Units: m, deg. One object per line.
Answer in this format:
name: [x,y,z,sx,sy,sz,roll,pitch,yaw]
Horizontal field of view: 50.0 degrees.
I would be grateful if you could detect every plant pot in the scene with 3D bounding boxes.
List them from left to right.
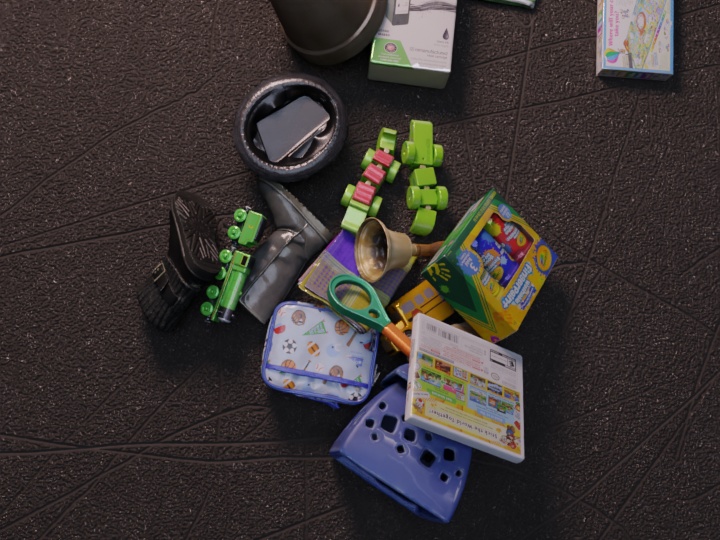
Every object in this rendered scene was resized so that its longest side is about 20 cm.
plant pot: [-0.078,-0.474,1.292,0.197,0.173,0.204,-6,77,25]
plant pot: [0.081,0.267,1.228,0.198,0.200,0.181,33,75,3]

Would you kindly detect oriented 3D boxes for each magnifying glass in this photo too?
magnifying glass: [0.027,0.076,1.219,0.200,0.023,0.079,43,45,19]

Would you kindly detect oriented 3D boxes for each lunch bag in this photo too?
lunch bag: [-0.063,0.142,1.286,0.197,0.076,0.163,13,81,-8]

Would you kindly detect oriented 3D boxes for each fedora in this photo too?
fedora: [-0.118,-0.237,1.333,0.197,0.092,0.204,0,82,-2]

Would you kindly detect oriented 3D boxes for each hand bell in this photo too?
hand bell: [0.099,-0.033,1.304,0.197,0.104,0.106,0,81,-32]

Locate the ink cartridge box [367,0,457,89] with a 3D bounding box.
ink cartridge box: [0.094,-0.441,1.374,0.143,0.084,0.204,6,82,-2]

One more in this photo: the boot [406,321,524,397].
boot: [0.178,0.171,1.263,0.198,0.072,0.168,-17,76,-41]

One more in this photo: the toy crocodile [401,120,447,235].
toy crocodile: [0.107,-0.163,1.347,0.066,0.062,0.204,-2,80,-15]

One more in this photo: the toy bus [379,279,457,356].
toy bus: [0.115,0.061,1.303,0.199,0.065,0.079,-34,87,-16]

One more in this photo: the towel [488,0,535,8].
towel: [0.267,-0.593,1.434,0.150,0.023,0.204,9,81,-2]

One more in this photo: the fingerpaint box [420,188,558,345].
fingerpaint box: [0.218,-0.010,1.271,0.167,0.073,0.200,45,50,-5]

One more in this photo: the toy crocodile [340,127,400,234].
toy crocodile: [0.019,-0.154,1.335,0.067,0.062,0.202,26,70,1]

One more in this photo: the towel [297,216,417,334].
towel: [0.000,0.000,1.302,0.143,0.023,0.201,36,58,4]

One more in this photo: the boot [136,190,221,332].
boot: [-0.313,-0.019,1.301,0.079,0.213,0.158,22,125,-35]

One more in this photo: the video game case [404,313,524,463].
video game case: [0.162,0.176,1.171,0.198,0.023,0.184,23,49,-17]

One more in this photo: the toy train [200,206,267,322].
toy train: [-0.207,-0.006,1.273,0.056,0.042,0.203,17,85,11]

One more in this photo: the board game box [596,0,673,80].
board game box: [0.505,-0.456,1.420,0.132,0.034,0.204,4,82,-2]

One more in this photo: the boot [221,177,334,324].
boot: [-0.165,-0.039,1.324,0.182,0.073,0.200,44,89,5]
